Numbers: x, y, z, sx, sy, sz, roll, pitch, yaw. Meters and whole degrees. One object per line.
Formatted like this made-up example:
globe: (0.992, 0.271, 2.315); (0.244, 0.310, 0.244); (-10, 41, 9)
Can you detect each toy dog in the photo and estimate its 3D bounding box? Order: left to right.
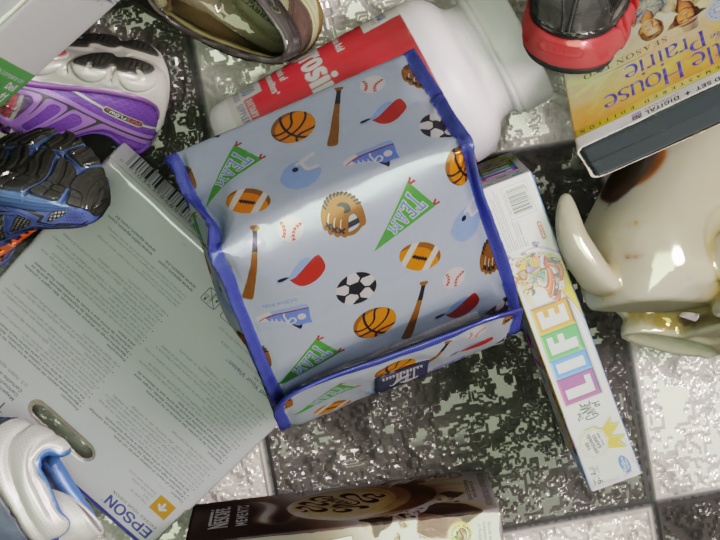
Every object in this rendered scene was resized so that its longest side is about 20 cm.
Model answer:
toy dog: (0.199, -0.061, 1.413); (0.194, 0.140, 0.200); (12, 73, -21)

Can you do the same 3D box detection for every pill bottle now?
pill bottle: (0.015, -0.100, 1.420); (0.200, 0.112, 0.112); (-28, 98, 2)

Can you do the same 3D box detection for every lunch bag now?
lunch bag: (0.000, 0.000, 1.339); (0.170, 0.124, 0.200); (-22, 135, -4)

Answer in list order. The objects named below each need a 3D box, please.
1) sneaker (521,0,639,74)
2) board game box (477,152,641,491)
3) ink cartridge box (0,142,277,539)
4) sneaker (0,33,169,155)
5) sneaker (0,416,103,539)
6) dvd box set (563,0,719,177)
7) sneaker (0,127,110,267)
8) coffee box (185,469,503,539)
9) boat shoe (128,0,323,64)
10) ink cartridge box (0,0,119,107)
sneaker: (0.146, -0.215, 1.346); (0.071, 0.098, 0.201); (12, 54, 12)
board game box: (0.120, 0.029, 1.429); (0.034, 0.134, 0.200); (-21, 97, 2)
ink cartridge box: (-0.145, 0.052, 1.463); (0.196, 0.043, 0.200); (43, 116, -6)
sneaker: (-0.224, -0.111, 1.434); (0.200, 0.081, 0.084); (11, 115, 3)
sneaker: (-0.239, 0.193, 1.459); (0.146, 0.081, 0.200); (0, 92, 15)
dvd box set: (0.188, -0.155, 1.365); (0.146, 0.200, 0.029); (-24, 129, 18)
sneaker: (-0.227, -0.039, 1.415); (0.200, 0.075, 0.079); (1, 123, 42)
coffee box: (-0.009, 0.189, 1.459); (0.200, 0.113, 0.080); (-7, 98, -1)
boat shoe: (-0.117, -0.194, 1.420); (0.200, 0.065, 0.073); (27, 110, 1)
ink cartridge box: (-0.206, -0.209, 1.330); (0.200, 0.083, 0.147); (-40, 72, 7)
